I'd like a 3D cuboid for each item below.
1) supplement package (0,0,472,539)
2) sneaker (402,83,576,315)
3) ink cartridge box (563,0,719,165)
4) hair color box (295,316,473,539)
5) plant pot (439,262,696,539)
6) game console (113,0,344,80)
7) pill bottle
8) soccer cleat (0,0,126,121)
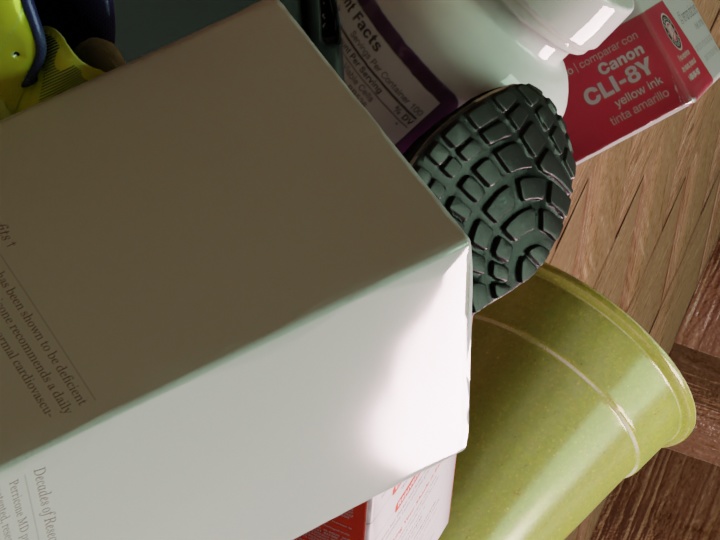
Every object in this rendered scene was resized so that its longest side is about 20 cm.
[{"bbox_3d":[-0.079,0.027,0.891,0.200,0.117,0.117,-26,146,-17],"label":"supplement package"},{"bbox_3d":[0.000,0.000,1.139,0.200,0.088,0.076,-51,123,-25],"label":"sneaker"},{"bbox_3d":[0.085,-0.156,1.386,0.083,0.200,0.145,-29,-177,17],"label":"ink cartridge box"},{"bbox_3d":[0.000,0.087,1.354,0.102,0.061,0.200,-56,163,-34],"label":"hair color box"},{"bbox_3d":[0.086,0.119,1.935,0.190,0.200,0.200,-52,162,-22],"label":"plant pot"},{"bbox_3d":[-0.070,-0.098,1.057,0.176,0.116,0.200,169,-82,-71],"label":"game console"},{"bbox_3d":[0.014,-0.072,1.223,0.200,0.112,0.112,-42,177,18],"label":"pill bottle"},{"bbox_3d":[-0.117,-0.049,0.914,0.065,0.084,0.200,-48,154,-63],"label":"soccer cleat"}]
